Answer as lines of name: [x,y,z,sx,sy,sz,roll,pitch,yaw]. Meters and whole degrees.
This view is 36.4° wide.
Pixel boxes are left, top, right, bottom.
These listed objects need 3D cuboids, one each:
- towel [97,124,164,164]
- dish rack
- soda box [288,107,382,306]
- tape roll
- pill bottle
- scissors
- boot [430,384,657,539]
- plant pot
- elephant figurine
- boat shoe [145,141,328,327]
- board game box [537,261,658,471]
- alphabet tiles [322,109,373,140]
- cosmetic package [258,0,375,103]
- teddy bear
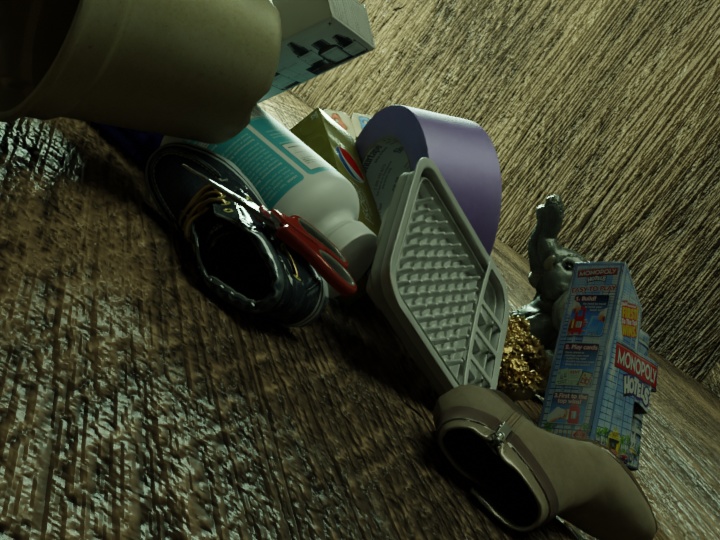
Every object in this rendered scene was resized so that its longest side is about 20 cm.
towel: [-0.192,-0.131,1.091,0.148,0.050,0.200,34,7,31]
dish rack: [0.067,0.020,0.964,0.200,0.043,0.172,56,36,-35]
soda box: [-0.028,-0.067,1.089,0.064,0.068,0.200,37,26,-42]
tape roll: [0.054,-0.062,1.112,0.085,0.201,0.200,7,22,-26]
pill bottle: [-0.078,-0.063,0.958,0.200,0.111,0.111,42,10,24]
scissors: [-0.068,-0.040,0.804,0.200,0.014,0.073,37,18,-40]
boot: [0.136,0.161,0.822,0.200,0.070,0.146,37,15,8]
plant pot: [-0.169,-0.187,0.848,0.183,0.201,0.200,15,21,-39]
elephant figurine: [0.238,0.043,1.306,0.141,0.200,0.155,40,3,38]
boat shoe: [-0.109,-0.038,0.835,0.200,0.071,0.091,43,7,21]
board game box: [0.262,0.100,1.152,0.062,0.201,0.200,0,-15,36]
alphabet tiles: [0.028,-0.110,1.271,0.199,0.015,0.196,3,52,-28]
cosmetic package: [-0.094,-0.193,0.992,0.082,0.199,0.051,22,52,-58]
teddy bear: [0.144,0.071,1.184,0.145,0.067,0.200,4,30,-29]
